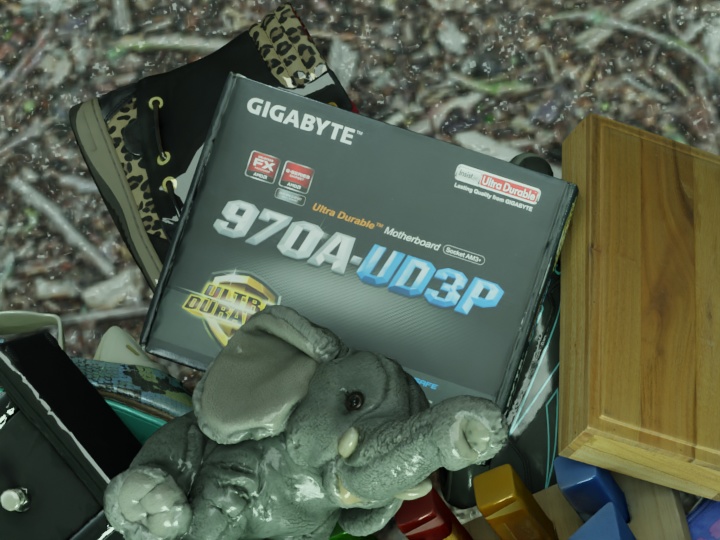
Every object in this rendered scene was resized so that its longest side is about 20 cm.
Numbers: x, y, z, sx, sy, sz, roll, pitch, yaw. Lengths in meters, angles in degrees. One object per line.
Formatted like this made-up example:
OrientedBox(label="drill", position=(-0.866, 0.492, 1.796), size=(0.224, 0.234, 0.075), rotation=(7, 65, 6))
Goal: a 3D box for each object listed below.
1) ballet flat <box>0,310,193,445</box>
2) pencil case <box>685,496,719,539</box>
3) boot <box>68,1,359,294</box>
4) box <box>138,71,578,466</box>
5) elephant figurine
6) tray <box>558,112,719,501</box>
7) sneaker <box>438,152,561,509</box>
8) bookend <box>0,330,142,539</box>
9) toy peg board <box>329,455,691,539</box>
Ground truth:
OrientedBox(label="ballet flat", position=(-0.164, 0.058, 1.542), size=(0.199, 0.074, 0.075), rotation=(12, 79, 6))
OrientedBox(label="pencil case", position=(0.163, 0.188, 1.460), size=(0.200, 0.078, 0.087), rotation=(-40, 86, -3))
OrientedBox(label="boot", position=(-0.061, -0.044, 1.547), size=(0.150, 0.073, 0.201), rotation=(-31, 68, 2))
OrientedBox(label="box", position=(0.000, 0.000, 1.466), size=(0.199, 0.046, 0.160), rotation=(19, 88, 9))
OrientedBox(label="elephant figurine", position=(-0.019, 0.088, 1.366), size=(0.200, 0.141, 0.155), rotation=(-42, 69, 14))
OrientedBox(label="tray", position=(0.158, 0.017, 1.465), size=(0.098, 0.037, 0.201), rotation=(17, 53, -19))
OrientedBox(label="sneaker", position=(0.093, 0.036, 1.517), size=(0.079, 0.075, 0.201), rotation=(8, 85, -3))
OrientedBox(label="bookend", position=(-0.188, 0.173, 1.465), size=(0.199, 0.092, 0.200), rotation=(-40, 86, 10))
OrientedBox(label="toy peg board", position=(0.070, 0.181, 1.400), size=(0.198, 0.098, 0.201), rotation=(-24, 43, 14))
